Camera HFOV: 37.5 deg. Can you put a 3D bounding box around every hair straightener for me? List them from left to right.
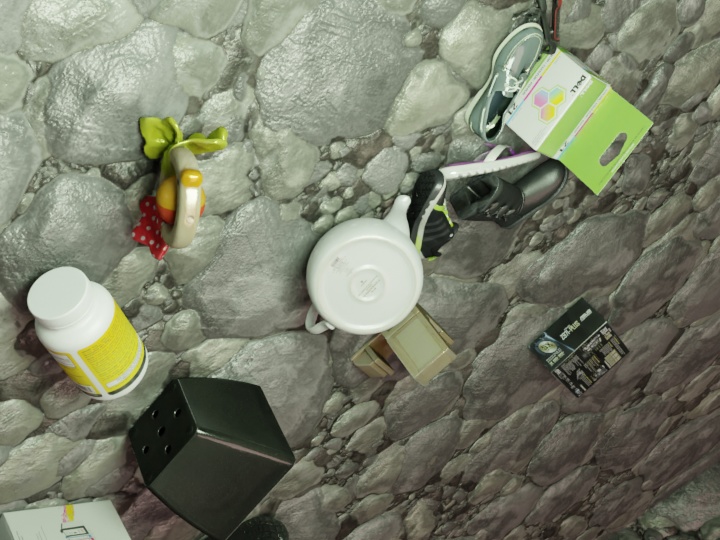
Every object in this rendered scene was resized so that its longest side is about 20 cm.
[{"bbox_3d":[0.265,-0.390,1.602,0.077,0.041,0.200,-13,147,0],"label":"hair straightener"}]

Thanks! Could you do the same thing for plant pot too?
[{"bbox_3d":[-0.260,0.289,1.740,0.177,0.200,0.200,32,106,-39],"label":"plant pot"}]

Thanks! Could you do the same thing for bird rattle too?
[{"bbox_3d":[-0.245,-0.096,1.368,0.112,0.163,0.200,11,114,-25],"label":"bird rattle"}]

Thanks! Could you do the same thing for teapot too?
[{"bbox_3d":[0.000,0.000,1.693,0.200,0.146,0.198,-9,112,-5],"label":"teapot"}]

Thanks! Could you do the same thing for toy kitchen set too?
[{"bbox_3d":[0.092,0.172,1.913,0.163,0.180,0.200,-41,140,5],"label":"toy kitchen set"}]

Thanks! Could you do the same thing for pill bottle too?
[{"bbox_3d":[-0.379,0.086,1.470,0.112,0.112,0.200,-32,144,-10],"label":"pill bottle"}]

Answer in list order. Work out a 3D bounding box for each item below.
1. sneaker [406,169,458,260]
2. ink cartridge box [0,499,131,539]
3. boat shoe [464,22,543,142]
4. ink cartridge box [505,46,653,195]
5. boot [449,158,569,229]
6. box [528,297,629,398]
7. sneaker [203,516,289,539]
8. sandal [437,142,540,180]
[{"bbox_3d":[0.124,-0.090,1.745,0.083,0.072,0.200,4,142,-12],"label":"sneaker"},{"bbox_3d":[-0.501,0.491,1.766,0.200,0.145,0.147,3,127,-43],"label":"ink cartridge box"},{"bbox_3d":[0.230,-0.285,1.633,0.073,0.062,0.200,7,131,-31],"label":"boat shoe"},{"bbox_3d":[0.337,-0.240,1.674,0.076,0.200,0.148,13,119,-47],"label":"ink cartridge box"},{"bbox_3d":[0.255,-0.141,1.792,0.165,0.066,0.200,-47,152,19],"label":"boot"},{"bbox_3d":[0.483,0.173,2.336,0.164,0.086,0.200,-43,144,6],"label":"box"},{"bbox_3d":[-0.244,0.556,2.139,0.200,0.076,0.088,-6,147,-32],"label":"sneaker"},{"bbox_3d":[0.213,-0.187,1.746,0.202,0.082,0.050,-15,95,-29],"label":"sandal"}]
